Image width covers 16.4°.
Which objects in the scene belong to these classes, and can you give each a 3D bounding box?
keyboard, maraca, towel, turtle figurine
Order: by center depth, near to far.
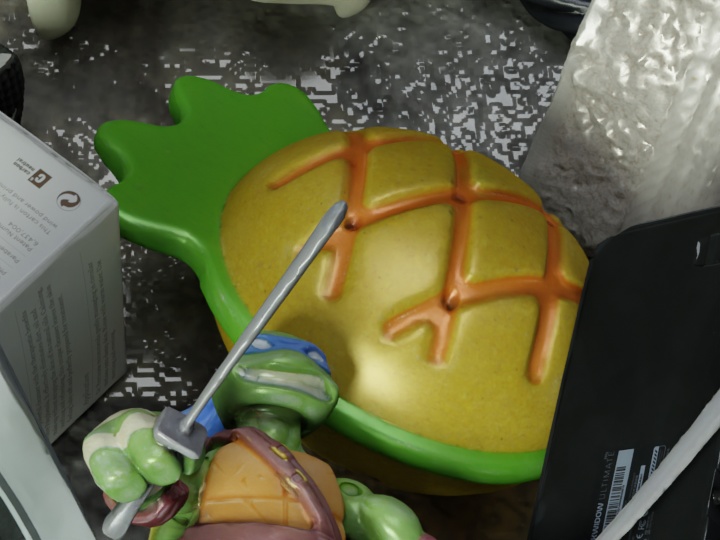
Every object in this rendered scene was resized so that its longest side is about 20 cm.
[{"bbox_3d":[-0.011,0.095,0.698,0.199,0.144,0.196,-9,64,33],"label":"turtle figurine"},{"bbox_3d":[0.098,0.070,0.735,0.021,0.127,0.201,30,63,-34],"label":"keyboard"},{"bbox_3d":[0.000,0.000,0.848,0.199,0.107,0.137,36,37,14],"label":"maraca"},{"bbox_3d":[0.141,-0.069,0.864,0.132,0.201,0.034,32,31,17],"label":"towel"}]

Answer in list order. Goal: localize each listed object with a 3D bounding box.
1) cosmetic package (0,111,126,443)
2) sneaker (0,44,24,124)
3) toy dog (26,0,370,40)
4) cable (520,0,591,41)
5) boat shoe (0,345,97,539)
[{"bbox_3d":[-0.170,0.047,0.808,0.085,0.108,0.200,36,59,19],"label":"cosmetic package"},{"bbox_3d":[-0.200,-0.024,0.874,0.080,0.074,0.200,36,60,21],"label":"sneaker"},{"bbox_3d":[-0.026,-0.187,0.933,0.198,0.195,0.140,-1,43,3],"label":"toy dog"},{"bbox_3d":[0.115,-0.159,1.003,0.162,0.051,0.201,1,57,-4],"label":"cable"},{"bbox_3d":[-0.120,0.062,0.750,0.056,0.201,0.069,-26,56,-8],"label":"boat shoe"}]
